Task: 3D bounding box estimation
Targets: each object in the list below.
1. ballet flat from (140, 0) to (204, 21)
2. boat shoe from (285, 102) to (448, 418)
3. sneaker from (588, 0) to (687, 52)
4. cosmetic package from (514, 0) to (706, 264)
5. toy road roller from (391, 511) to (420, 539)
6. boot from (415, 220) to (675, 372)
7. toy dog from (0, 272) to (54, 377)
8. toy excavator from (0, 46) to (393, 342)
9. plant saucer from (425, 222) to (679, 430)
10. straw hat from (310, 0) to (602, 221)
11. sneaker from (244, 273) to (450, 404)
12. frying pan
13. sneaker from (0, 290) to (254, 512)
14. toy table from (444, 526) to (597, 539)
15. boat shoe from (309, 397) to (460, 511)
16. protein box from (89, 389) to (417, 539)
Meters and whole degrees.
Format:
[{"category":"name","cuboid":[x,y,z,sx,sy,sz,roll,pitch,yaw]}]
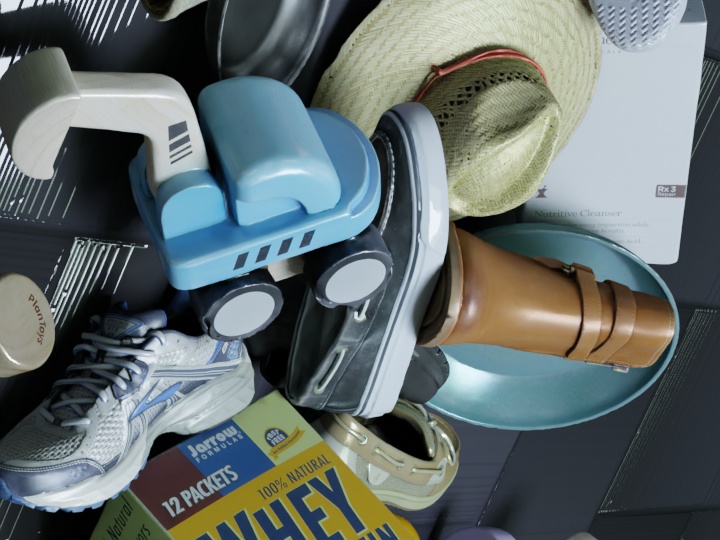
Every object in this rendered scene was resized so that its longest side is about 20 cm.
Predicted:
[{"category":"ballet flat","cuboid":[-0.103,-0.192,1.086,0.062,0.067,0.201,-38,144,-14]},{"category":"boat shoe","cuboid":[0.000,0.000,1.297,0.070,0.072,0.201,-2,117,-24]},{"category":"sneaker","cuboid":[0.180,-0.221,1.399,0.114,0.075,0.202,34,54,-67]},{"category":"cosmetic package","cuboid":[0.159,-0.103,1.474,0.081,0.112,0.201,-91,179,-47]},{"category":"toy road roller","cuboid":[0.010,0.212,1.549,0.199,0.122,0.147,-19,120,-46]},{"category":"boot","cuboid":[0.112,0.028,1.364,0.200,0.154,0.077,70,35,-86]},{"category":"toy dog","cuboid":[-0.231,0.033,1.061,0.131,0.097,0.200,-24,-174,13]},{"category":"toy excavator","cuboid":[-0.084,-0.058,1.171,0.193,0.100,0.201,-18,144,-12]},{"category":"plant saucer","cuboid":[0.113,0.031,1.520,0.201,0.198,0.036,83,6,-46]},{"category":"straw hat","cuboid":[0.073,-0.081,1.339,0.200,0.085,0.202,-13,129,-17]},{"category":"sneaker","cuboid":[-0.017,0.044,1.420,0.091,0.076,0.200,-51,140,-1]},{"category":"frying pan","cuboid":[-0.032,-0.175,1.232,0.191,0.031,0.115,-61,156,-17]},{"category":"sneaker","cuboid":[-0.139,0.062,1.261,0.200,0.077,0.086,-34,132,-47]},{"category":"toy table","cuboid":[0.108,0.288,1.719,0.117,0.184,0.201,5,123,-38]},{"category":"boat shoe","cuboid":[0.020,0.113,1.502,0.063,0.073,0.200,-52,155,19]},{"category":"protein box","cuboid":[-0.060,0.223,1.331,0.135,0.200,0.199,-27,155,-42]}]
